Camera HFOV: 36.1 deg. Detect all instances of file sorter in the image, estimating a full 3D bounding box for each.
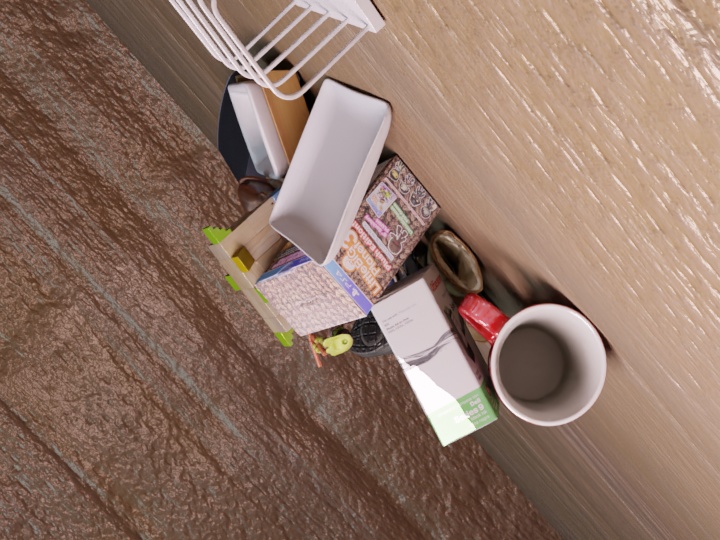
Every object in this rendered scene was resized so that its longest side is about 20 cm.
[{"bbox_3d":[-0.097,-0.265,1.065,0.139,0.124,0.200,51,174,-32],"label":"file sorter"}]

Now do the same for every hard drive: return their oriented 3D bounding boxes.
[{"bbox_3d":[-0.196,-0.235,1.875,0.136,0.042,0.201,58,151,25],"label":"hard drive"}]

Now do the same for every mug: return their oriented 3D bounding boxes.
[{"bbox_3d":[0.207,0.093,1.341,0.200,0.132,0.180,61,-175,-85],"label":"mug"}]

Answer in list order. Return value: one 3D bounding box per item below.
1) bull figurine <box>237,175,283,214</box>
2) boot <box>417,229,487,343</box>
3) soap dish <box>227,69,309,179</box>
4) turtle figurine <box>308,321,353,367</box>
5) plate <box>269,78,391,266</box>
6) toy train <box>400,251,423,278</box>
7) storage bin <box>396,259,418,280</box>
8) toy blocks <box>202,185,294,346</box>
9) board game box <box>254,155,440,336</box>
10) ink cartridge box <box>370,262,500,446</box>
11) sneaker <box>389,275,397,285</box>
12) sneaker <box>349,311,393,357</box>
[{"bbox_3d":[-0.111,-0.055,1.623,0.120,0.065,0.201,7,140,44],"label":"bull figurine"},{"bbox_3d":[0.145,0.030,1.570,0.175,0.066,0.200,47,173,1],"label":"boot"},{"bbox_3d":[-0.124,-0.215,1.607,0.200,0.080,0.160,-154,43,-73],"label":"soap dish"},{"bbox_3d":[-0.039,0.069,1.650,0.063,0.204,0.161,5,-165,-7],"label":"turtle figurine"},{"bbox_3d":[-0.033,-0.120,1.340,0.032,0.202,0.200,19,-172,-28],"label":"plate"},{"bbox_3d":[0.053,-0.042,1.637,0.046,0.034,0.202,71,175,-50],"label":"toy train"},{"bbox_3d":[0.043,0.044,1.780,0.143,0.137,0.200,10,179,-10],"label":"storage bin"},{"bbox_3d":[-0.107,-0.018,1.512,0.201,0.137,0.100,54,157,-13],"label":"toy blocks"},{"bbox_3d":[-0.016,-0.031,1.435,0.097,0.201,0.159,47,148,-16],"label":"board game box"},{"bbox_3d":[0.099,0.103,1.425,0.202,0.083,0.146,62,-168,-3],"label":"ink cartridge box"},{"bbox_3d":[0.000,0.000,1.629,0.088,0.074,0.203,-64,-45,-61],"label":"sneaker"},{"bbox_3d":[0.067,0.099,1.619,0.198,0.077,0.090,-10,147,40],"label":"sneaker"}]
